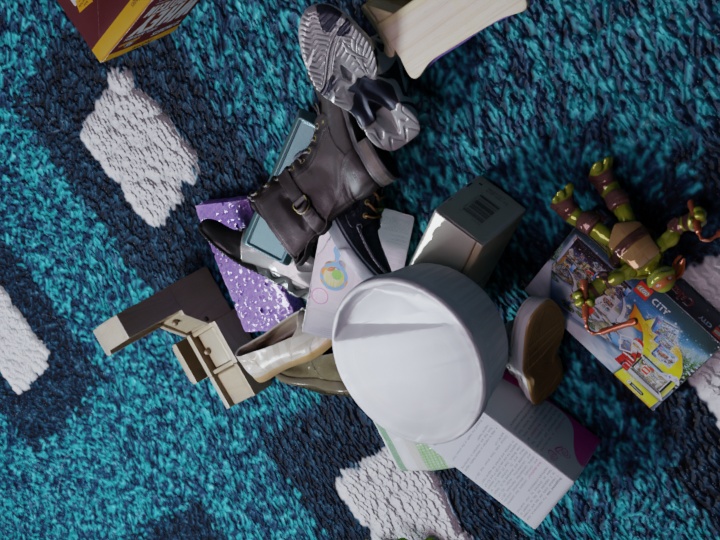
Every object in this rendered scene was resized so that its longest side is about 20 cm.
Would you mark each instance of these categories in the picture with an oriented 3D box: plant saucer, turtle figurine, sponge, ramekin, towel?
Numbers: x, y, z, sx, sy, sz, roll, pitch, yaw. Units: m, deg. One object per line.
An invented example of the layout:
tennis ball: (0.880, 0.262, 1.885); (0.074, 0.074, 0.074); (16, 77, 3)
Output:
plant saucer: (-0.086, -0.101, 1.562); (0.070, 0.019, 0.200); (27, 112, 4)
turtle figurine: (0.284, -0.038, 1.280); (0.200, 0.064, 0.161); (-39, 70, 9)
sponge: (-0.152, -0.009, 1.732); (0.111, 0.030, 0.201); (-6, 111, 42)
ramekin: (0.073, 0.084, 1.385); (0.202, 0.094, 0.203); (17, 122, 29)
towel: (0.098, 0.196, 1.649); (0.200, 0.031, 0.150); (-15, 108, 43)

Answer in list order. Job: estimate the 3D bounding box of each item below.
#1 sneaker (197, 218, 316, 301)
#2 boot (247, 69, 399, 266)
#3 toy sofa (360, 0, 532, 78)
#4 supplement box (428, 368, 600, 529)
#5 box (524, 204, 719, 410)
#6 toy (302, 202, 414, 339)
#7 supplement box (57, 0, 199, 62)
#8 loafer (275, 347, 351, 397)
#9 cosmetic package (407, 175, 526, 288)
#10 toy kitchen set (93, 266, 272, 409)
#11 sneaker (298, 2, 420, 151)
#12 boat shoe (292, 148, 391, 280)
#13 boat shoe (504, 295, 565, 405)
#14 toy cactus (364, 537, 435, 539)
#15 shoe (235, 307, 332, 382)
sneaker: (-0.117, -0.034, 1.645); (0.199, 0.074, 0.089); (28, 97, 3)
boot: (-0.064, -0.128, 1.445); (0.174, 0.069, 0.200); (-35, 68, 18)
toy sofa: (0.105, -0.288, 1.283); (0.200, 0.083, 0.098); (-26, 102, 47)
supplement box: (0.174, 0.198, 1.504); (0.200, 0.101, 0.104); (37, 127, 11)
box: (0.293, 0.042, 1.363); (0.200, 0.038, 0.137); (44, 137, 10)
toy: (0.000, 0.000, 1.581); (0.115, 0.047, 0.201); (16, 119, 10)
supplement box: (-0.288, -0.404, 1.520); (0.200, 0.133, 0.197); (55, 137, -1)
loafer: (-0.045, 0.136, 1.704); (0.200, 0.076, 0.068); (4, 77, 51)
cosmetic package: (0.107, -0.003, 1.452); (0.073, 0.103, 0.200); (38, 136, 16)
toy kitchen set: (-0.277, 0.137, 1.825); (0.163, 0.180, 0.200); (-29, 91, 49)
sneaker: (-0.007, -0.238, 1.375); (0.079, 0.130, 0.199); (-36, 127, 18)
boat shoe: (0.002, -0.078, 1.481); (0.091, 0.071, 0.201); (-33, 80, 15)
boat shoe: (0.189, 0.084, 1.428); (0.069, 0.071, 0.200); (42, 160, 29)
toy cactus: (0.081, 0.459, 1.794); (0.199, 0.102, 0.165); (1, 127, 32)
shoe: (-0.088, 0.091, 1.680); (0.200, 0.070, 0.053); (-31, 114, 29)
